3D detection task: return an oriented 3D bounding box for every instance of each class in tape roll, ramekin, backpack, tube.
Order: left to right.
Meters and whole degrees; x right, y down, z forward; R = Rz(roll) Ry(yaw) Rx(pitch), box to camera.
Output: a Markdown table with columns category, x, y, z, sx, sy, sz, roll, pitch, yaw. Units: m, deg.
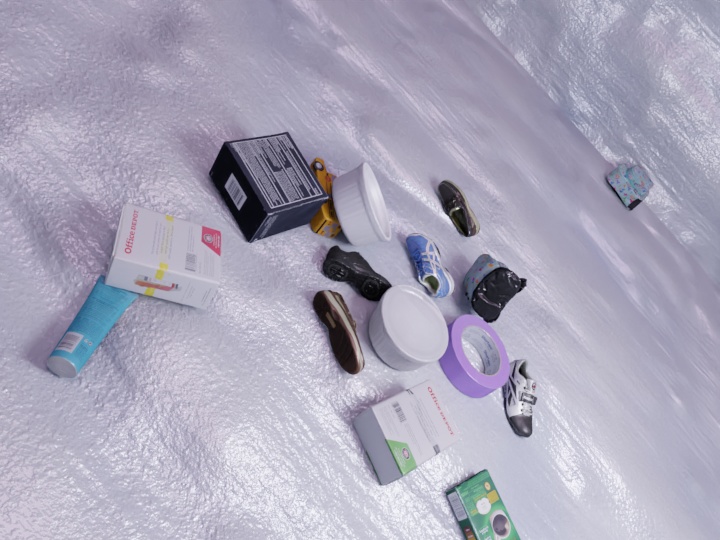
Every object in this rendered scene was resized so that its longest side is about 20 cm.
| category | x | y | z | sx | sy | sz | roll | pitch | yaw |
| --- | --- | --- | --- | --- | --- | --- | --- | --- | --- |
| tube | -0.460 | 0.090 | 0.969 | 0.076 | 0.050 | 0.203 | 33 | 38 | -17 |
| ramekin | 0.002 | -0.160 | 1.428 | 0.200 | 0.095 | 0.207 | -17 | 91 | -77 |
| ramekin | 0.108 | 0.144 | 1.344 | 0.197 | 0.094 | 0.208 | 21 | 48 | -24 |
| tape roll | 0.293 | 0.220 | 1.457 | 0.195 | 0.066 | 0.205 | 21 | 48 | -24 |
| backpack | 0.365 | 0.037 | 1.575 | 0.127 | 0.167 | 0.200 | 44 | 14 | -6 |
| backpack | 1.276 | -0.413 | 2.670 | 0.175 | 0.151 | 0.202 | -26 | 72 | -45 |

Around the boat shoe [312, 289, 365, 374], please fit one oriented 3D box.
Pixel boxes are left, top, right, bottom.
| category | x | y | z | sx | sy | sz | roll | pitch | yaw |
| --- | --- | --- | --- | --- | --- | --- | --- | --- | --- |
| boat shoe | -0.032 | 0.131 | 1.260 | 0.073 | 0.075 | 0.207 | -4 | 61 | -46 |

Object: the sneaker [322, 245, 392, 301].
| category | x | y | z | sx | sy | sz | roll | pitch | yaw |
| --- | --- | --- | --- | --- | --- | --- | --- | --- | --- |
| sneaker | 0.000 | 0.000 | 1.386 | 0.197 | 0.076 | 0.092 | 31 | 37 | -19 |

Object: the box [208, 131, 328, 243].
| category | x | y | z | sx | sy | sz | roll | pitch | yaw |
| --- | --- | --- | --- | --- | --- | --- | --- | --- | --- |
| box | -0.214 | -0.198 | 1.322 | 0.196 | 0.123 | 0.203 | -22 | 76 | -44 |

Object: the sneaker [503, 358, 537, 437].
| category | x | y | z | sx | sy | sz | roll | pitch | yaw |
| --- | --- | --- | --- | --- | --- | --- | --- | --- | --- |
| sneaker | 0.423 | 0.326 | 1.467 | 0.072 | 0.088 | 0.206 | 16 | 51 | -29 |

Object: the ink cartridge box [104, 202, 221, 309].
| category | x | y | z | sx | sy | sz | roll | pitch | yaw |
| --- | --- | --- | --- | --- | --- | --- | --- | --- | --- |
| ink cartridge box | -0.375 | -0.027 | 1.084 | 0.195 | 0.084 | 0.148 | 18 | 41 | -28 |

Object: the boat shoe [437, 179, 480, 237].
| category | x | y | z | sx | sy | sz | roll | pitch | yaw |
| --- | --- | --- | --- | --- | --- | --- | --- | --- | --- |
| boat shoe | 0.304 | -0.195 | 1.774 | 0.065 | 0.071 | 0.204 | -23 | 79 | -51 |

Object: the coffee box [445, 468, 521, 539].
| category | x | y | z | sx | sy | sz | roll | pitch | yaw |
| --- | --- | --- | --- | --- | --- | --- | --- | --- | --- |
| coffee box | 0.272 | 0.549 | 1.207 | 0.120 | 0.044 | 0.204 | -8 | 64 | -41 |

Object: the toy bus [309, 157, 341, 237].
| category | x | y | z | sx | sy | sz | roll | pitch | yaw |
| --- | --- | --- | --- | --- | --- | --- | --- | --- | --- |
| toy bus | -0.096 | -0.191 | 1.455 | 0.076 | 0.065 | 0.205 | 14 | 51 | -30 |

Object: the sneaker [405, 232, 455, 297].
| category | x | y | z | sx | sy | sz | roll | pitch | yaw |
| --- | --- | --- | --- | --- | --- | --- | --- | --- | --- |
| sneaker | 0.184 | -0.016 | 1.538 | 0.076 | 0.076 | 0.203 | -19 | 70 | -49 |

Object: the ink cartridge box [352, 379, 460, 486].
| category | x | y | z | sx | sy | sz | roll | pitch | yaw |
| --- | --- | --- | --- | --- | --- | --- | --- | --- | --- |
| ink cartridge box | 0.101 | 0.339 | 1.198 | 0.196 | 0.084 | 0.149 | -11 | 67 | -43 |
